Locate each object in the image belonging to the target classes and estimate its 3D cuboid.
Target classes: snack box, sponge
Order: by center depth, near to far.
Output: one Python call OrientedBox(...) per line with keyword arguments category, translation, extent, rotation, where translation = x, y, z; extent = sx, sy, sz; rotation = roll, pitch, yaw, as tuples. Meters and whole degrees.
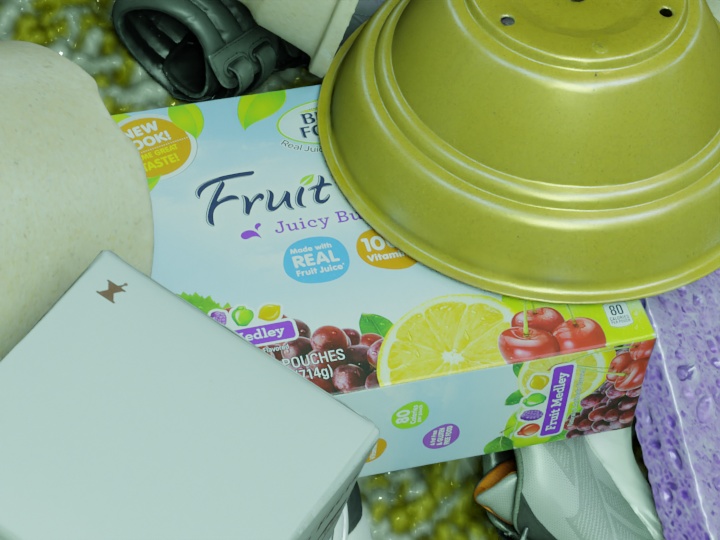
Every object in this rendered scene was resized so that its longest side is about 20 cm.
OrientedBox(category="snack box", translation=(0.000, 0.000, 0.969), extent=(0.199, 0.068, 0.169), rotation=(-8, 50, -13))
OrientedBox(category="sponge", translation=(0.158, 0.030, 1.024), extent=(0.111, 0.030, 0.201), rotation=(-8, 81, -44))

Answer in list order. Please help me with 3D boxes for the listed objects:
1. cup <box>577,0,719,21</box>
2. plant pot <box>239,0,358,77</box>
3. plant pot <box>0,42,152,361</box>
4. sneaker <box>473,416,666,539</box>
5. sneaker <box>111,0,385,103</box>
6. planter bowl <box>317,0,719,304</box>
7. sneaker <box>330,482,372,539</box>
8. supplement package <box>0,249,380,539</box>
OrientedBox(category="cup", translation=(0.187, -0.114, 1.149), extent=(0.143, 0.200, 0.201), rotation=(-28, 80, -13))
OrientedBox(category="plant pot", translation=(-0.063, -0.207, 0.963), extent=(0.183, 0.201, 0.201), rotation=(21, 55, -5))
OrientedBox(category="plant pot", translation=(-0.184, -0.007, 0.854), extent=(0.183, 0.200, 0.201), rotation=(-18, 75, -47))
OrientedBox(category="sneaker", translation=(0.097, 0.114, 1.025), extent=(0.079, 0.074, 0.201), rotation=(-27, 94, -19))
OrientedBox(category="sneaker", translation=(-0.031, -0.104, 1.076), extent=(0.200, 0.071, 0.100), rotation=(30, 63, -17))
OrientedBox(category="planter bowl", translation=(0.084, -0.088, 0.954), extent=(0.199, 0.084, 0.201), rotation=(3, 47, -3))
OrientedBox(category="sneaker", translation=(-0.013, 0.156, 0.953), extent=(0.080, 0.074, 0.201), rotation=(24, 48, -49))
OrientedBox(category="supplement package", translation=(-0.091, 0.114, 0.818), extent=(0.117, 0.200, 0.117), rotation=(33, 51, 10))
